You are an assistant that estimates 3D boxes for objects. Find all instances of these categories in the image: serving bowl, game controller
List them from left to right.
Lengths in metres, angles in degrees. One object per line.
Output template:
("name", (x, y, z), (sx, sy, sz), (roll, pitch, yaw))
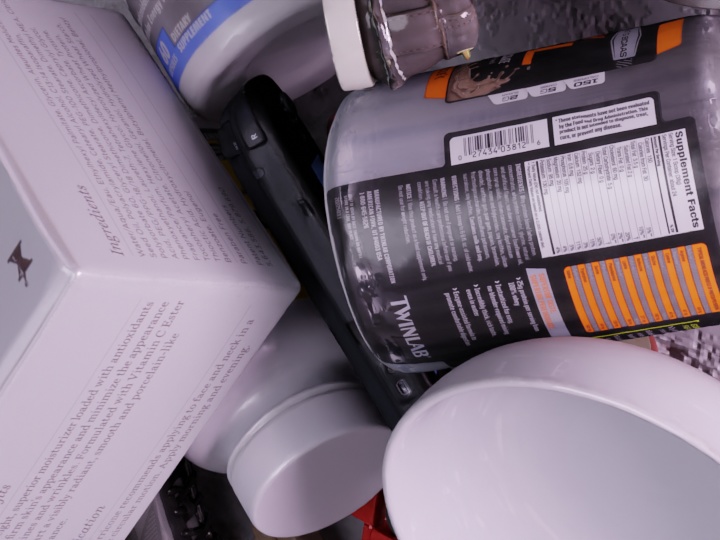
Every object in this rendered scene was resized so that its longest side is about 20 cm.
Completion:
("game controller", (0.000, 0.000, 0.881), (0.042, 0.104, 0.201), (-29, 97, 15))
("serving bowl", (0.110, 0.098, 0.766), (0.199, 0.066, 0.201), (23, 141, 20))

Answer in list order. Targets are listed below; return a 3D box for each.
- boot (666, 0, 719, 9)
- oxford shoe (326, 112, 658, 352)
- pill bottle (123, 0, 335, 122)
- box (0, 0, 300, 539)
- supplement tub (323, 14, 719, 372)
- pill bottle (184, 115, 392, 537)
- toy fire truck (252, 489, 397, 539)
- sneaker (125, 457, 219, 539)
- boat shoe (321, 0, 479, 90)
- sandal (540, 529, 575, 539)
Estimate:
("boot", (0.140, -0.210, 0.766), (0.186, 0.064, 0.201), (18, 108, 36))
("oxford shoe", (0.046, 0.004, 0.898), (0.200, 0.070, 0.075), (48, 133, 24))
("pill bottle", (-0.081, -0.183, 0.931), (0.114, 0.113, 0.201), (-44, 71, 40))
("box", (-0.164, 0.007, 0.883), (0.199, 0.130, 0.200), (-54, 53, 28))
("supplement tub", (0.095, -0.032, 0.773), (0.199, 0.122, 0.123), (-10, 95, 17))
("pill bottle", (-0.061, 0.028, 0.948), (0.200, 0.111, 0.112), (57, 132, 31))
("toy fire truck", (-0.017, 0.165, 1.012), (0.141, 0.049, 0.201), (23, 115, 38))
("sneaker", (-0.109, 0.143, 1.084), (0.079, 0.074, 0.201), (8, 108, 21))
("boat shoe", (0.027, -0.129, 0.820), (0.060, 0.201, 0.072), (-9, 115, 11))
("sandal", (0.103, 0.148, 0.870), (0.075, 0.045, 0.201), (-4, 111, 55))
